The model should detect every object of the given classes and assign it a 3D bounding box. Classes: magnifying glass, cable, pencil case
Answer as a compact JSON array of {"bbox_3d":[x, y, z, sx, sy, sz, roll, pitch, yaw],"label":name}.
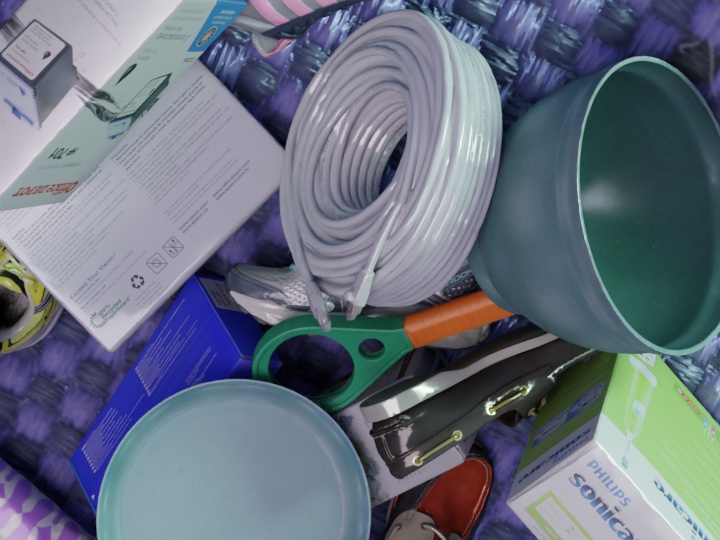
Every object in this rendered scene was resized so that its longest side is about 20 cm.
[{"bbox_3d":[0.016,0.050,1.605,0.199,0.022,0.080,-18,122,15],"label":"magnifying glass"},{"bbox_3d":[0.021,-0.075,1.541,0.069,0.200,0.200,19,119,-34],"label":"cable"},{"bbox_3d":[-0.295,0.194,1.774,0.200,0.086,0.084,38,157,-1],"label":"pencil case"}]

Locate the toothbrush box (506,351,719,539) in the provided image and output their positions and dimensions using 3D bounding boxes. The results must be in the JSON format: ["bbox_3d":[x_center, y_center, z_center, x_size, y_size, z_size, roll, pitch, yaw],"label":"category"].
[{"bbox_3d":[0.194,0.149,1.580,0.086,0.200,0.146,-38,99,23],"label":"toothbrush box"}]

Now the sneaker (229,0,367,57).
[{"bbox_3d":[-0.041,-0.192,1.575,0.198,0.070,0.083,3,106,21],"label":"sneaker"}]

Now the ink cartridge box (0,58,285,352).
[{"bbox_3d":[-0.180,-0.079,1.631,0.196,0.043,0.200,-44,95,1],"label":"ink cartridge box"}]

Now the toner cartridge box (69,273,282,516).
[{"bbox_3d":[-0.143,0.109,1.702,0.043,0.095,0.200,12,124,-41],"label":"toner cartridge box"}]

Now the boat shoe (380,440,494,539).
[{"bbox_3d":[0.040,0.219,1.685,0.071,0.063,0.201,35,89,-18],"label":"boat shoe"}]

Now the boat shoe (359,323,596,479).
[{"bbox_3d":[0.095,0.086,1.603,0.200,0.072,0.061,-23,93,-22],"label":"boat shoe"}]

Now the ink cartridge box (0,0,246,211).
[{"bbox_3d":[-0.188,-0.139,1.507,0.086,0.146,0.200,45,103,6],"label":"ink cartridge box"}]

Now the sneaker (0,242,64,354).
[{"bbox_3d":[-0.236,-0.018,1.684,0.075,0.076,0.201,25,112,5],"label":"sneaker"}]

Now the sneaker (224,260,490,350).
[{"bbox_3d":[0.000,0.000,1.645,0.198,0.078,0.087,5,106,1],"label":"sneaker"}]

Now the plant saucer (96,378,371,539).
[{"bbox_3d":[-0.092,0.177,1.621,0.198,0.027,0.202,-1,94,-9],"label":"plant saucer"}]

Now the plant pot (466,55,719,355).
[{"bbox_3d":[0.154,-0.036,1.537,0.134,0.200,0.201,-9,111,41],"label":"plant pot"}]

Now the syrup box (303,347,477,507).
[{"bbox_3d":[-0.014,0.135,1.688,0.199,0.082,0.079,-29,104,21],"label":"syrup box"}]
